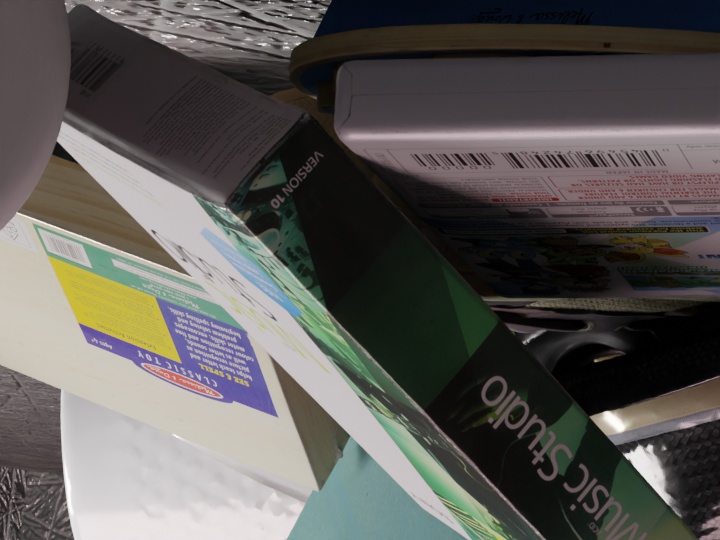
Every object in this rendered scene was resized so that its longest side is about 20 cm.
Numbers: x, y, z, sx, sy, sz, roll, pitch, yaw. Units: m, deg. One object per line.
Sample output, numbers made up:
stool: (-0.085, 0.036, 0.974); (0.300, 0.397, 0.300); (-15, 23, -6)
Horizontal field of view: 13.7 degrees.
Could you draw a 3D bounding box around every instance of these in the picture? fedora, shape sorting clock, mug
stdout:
fedora: (0.148, 0.054, 0.925); (0.200, 0.092, 0.201); (-16, 177, -1)
shape sorting clock: (0.080, -0.044, 0.808); (0.199, 0.039, 0.200); (7, 173, 1)
mug: (-0.033, 0.059, 1.413); (0.175, 0.148, 0.200); (-1, -158, 8)

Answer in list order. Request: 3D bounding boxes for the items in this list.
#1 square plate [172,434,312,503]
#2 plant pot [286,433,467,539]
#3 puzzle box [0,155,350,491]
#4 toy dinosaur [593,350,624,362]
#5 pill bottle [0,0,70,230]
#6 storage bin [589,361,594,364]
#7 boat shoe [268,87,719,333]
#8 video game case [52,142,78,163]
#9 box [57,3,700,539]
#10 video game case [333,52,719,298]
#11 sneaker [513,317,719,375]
square plate: (-0.058, 0.053, 1.190); (0.200, 0.029, 0.198); (29, 179, 37)
plant pot: (0.062, 0.130, 1.000); (0.141, 0.142, 0.200); (6, -143, -33)
puzzle box: (-0.104, 0.002, 1.001); (0.200, 0.025, 0.133); (20, 154, 20)
toy dinosaur: (0.123, 0.060, 1.101); (0.101, 0.200, 0.058); (-27, 139, 6)
pill bottle: (-0.152, -0.043, 0.744); (0.112, 0.113, 0.200); (10, 173, -23)
storage bin: (0.164, 0.065, 1.195); (0.200, 0.136, 0.094); (0, 170, 43)
boat shoe: (0.050, -0.012, 0.928); (0.199, 0.072, 0.065); (3, 154, -14)
video game case: (-0.143, -0.040, 1.071); (0.199, 0.018, 0.143); (2, 164, 30)
box: (0.003, 0.018, 0.807); (0.200, 0.036, 0.144); (45, 172, -30)
video game case: (0.112, -0.022, 0.757); (0.199, 0.022, 0.182); (-1, 167, 15)
sneaker: (0.144, 0.020, 1.077); (0.199, 0.083, 0.072); (4, 173, 20)
